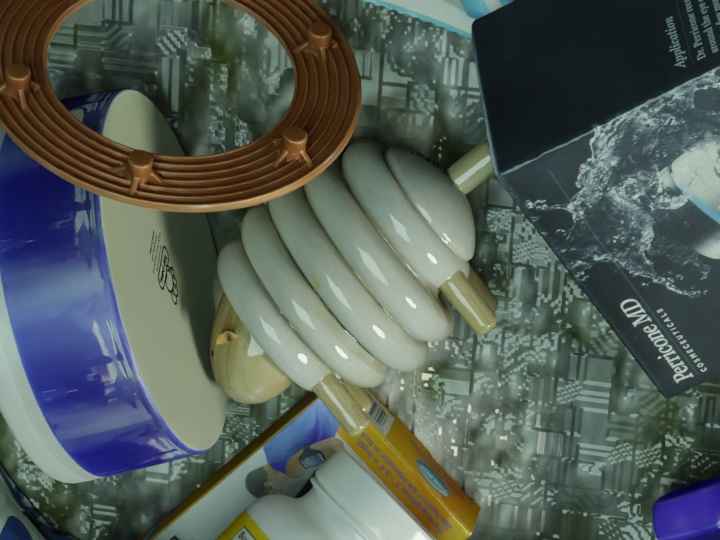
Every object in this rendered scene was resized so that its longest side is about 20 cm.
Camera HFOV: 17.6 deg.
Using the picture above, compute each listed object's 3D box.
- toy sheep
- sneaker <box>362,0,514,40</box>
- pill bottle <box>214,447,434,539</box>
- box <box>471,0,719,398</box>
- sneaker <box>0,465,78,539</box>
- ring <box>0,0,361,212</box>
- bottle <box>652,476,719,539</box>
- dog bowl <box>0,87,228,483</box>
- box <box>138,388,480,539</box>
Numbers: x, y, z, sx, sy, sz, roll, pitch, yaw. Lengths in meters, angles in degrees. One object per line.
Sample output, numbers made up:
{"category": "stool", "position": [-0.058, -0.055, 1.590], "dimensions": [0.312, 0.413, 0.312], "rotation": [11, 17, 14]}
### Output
{"category": "toy sheep", "position": [0.000, 0.000, 1.248], "dimensions": [0.200, 0.138, 0.138], "rotation": [-39, 97, 5]}
{"category": "sneaker", "position": [0.067, -0.165, 1.205], "dimensions": [0.199, 0.077, 0.081], "rotation": [18, 109, 3]}
{"category": "pill bottle", "position": [-0.050, 0.197, 1.264], "dimensions": [0.200, 0.112, 0.112], "rotation": [-45, 96, -4]}
{"category": "box", "position": [0.188, -0.066, 1.148], "dimensions": [0.199, 0.118, 0.197], "rotation": [-25, 132, 19]}
{"category": "sneaker", "position": [-0.228, 0.174, 1.356], "dimensions": [0.199, 0.115, 0.081], "rotation": [36, 110, -2]}
{"category": "ring", "position": [-0.096, -0.108, 1.196], "dimensions": [0.199, 0.201, 0.019], "rotation": [18, 137, 5]}
{"category": "bottle", "position": [0.223, 0.209, 1.266], "dimensions": [0.065, 0.083, 0.201], "rotation": [-16, 84, -25]}
{"category": "dog bowl", "position": [-0.137, 0.007, 1.236], "dimensions": [0.078, 0.200, 0.202], "rotation": [-12, 106, 13]}
{"category": "box", "position": [-0.042, 0.161, 1.354], "dimensions": [0.200, 0.042, 0.119], "rotation": [-42, 96, 18]}
